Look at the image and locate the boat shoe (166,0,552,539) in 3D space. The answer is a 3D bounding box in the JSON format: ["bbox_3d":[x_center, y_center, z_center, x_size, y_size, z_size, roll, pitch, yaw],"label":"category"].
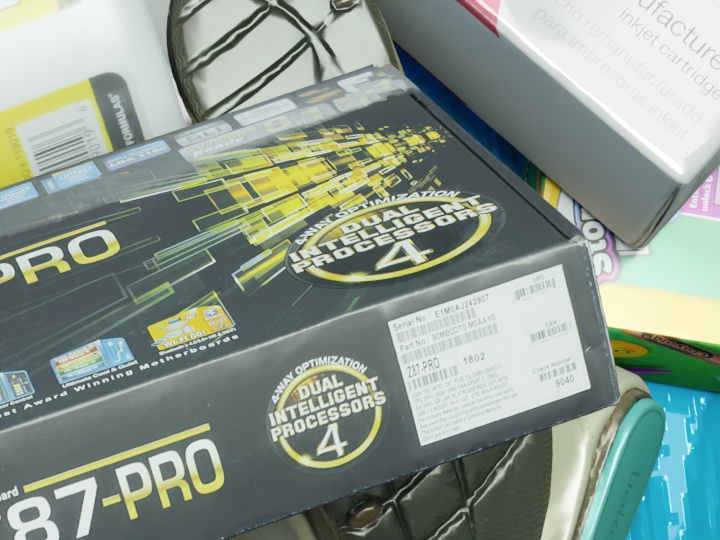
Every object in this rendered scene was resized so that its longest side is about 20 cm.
[{"bbox_3d":[0.000,0.000,0.769,0.076,0.074,0.200,-17,87,-8],"label":"boat shoe"}]

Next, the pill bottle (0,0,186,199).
[{"bbox_3d":[-0.156,-0.040,0.739,0.200,0.112,0.112,-21,81,-7],"label":"pill bottle"}]

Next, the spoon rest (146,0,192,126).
[{"bbox_3d":[-0.037,-0.086,0.823,0.099,0.061,0.200,41,77,4],"label":"spoon rest"}]

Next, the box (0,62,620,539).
[{"bbox_3d":[-0.058,0.018,0.641,0.200,0.161,0.049,-19,110,-8],"label":"box"}]

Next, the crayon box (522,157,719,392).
[{"bbox_3d":[0.116,-0.065,0.833,0.119,0.058,0.200,9,77,-3],"label":"crayon box"}]

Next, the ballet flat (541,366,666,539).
[{"bbox_3d":[0.034,0.120,0.791,0.069,0.069,0.200,19,75,-1],"label":"ballet flat"}]

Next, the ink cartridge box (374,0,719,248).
[{"bbox_3d":[0.095,-0.131,0.773,0.147,0.083,0.200,41,78,5],"label":"ink cartridge box"}]

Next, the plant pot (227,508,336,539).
[{"bbox_3d":[-0.077,0.125,0.682,0.200,0.183,0.200,-2,99,-13],"label":"plant pot"}]
